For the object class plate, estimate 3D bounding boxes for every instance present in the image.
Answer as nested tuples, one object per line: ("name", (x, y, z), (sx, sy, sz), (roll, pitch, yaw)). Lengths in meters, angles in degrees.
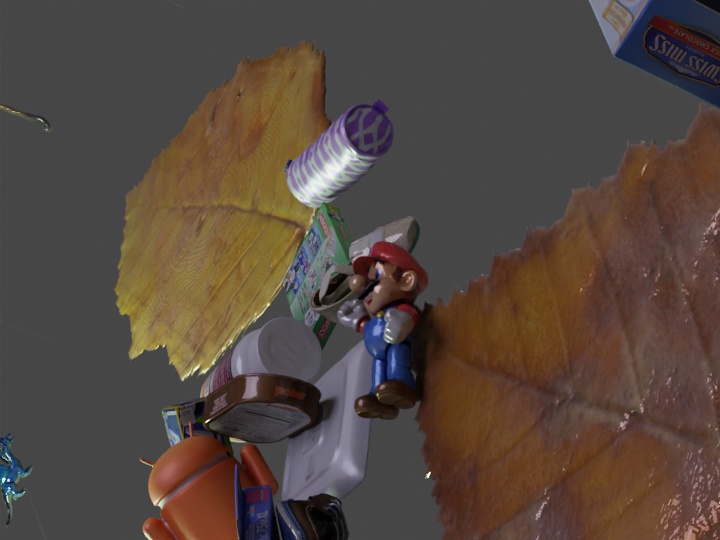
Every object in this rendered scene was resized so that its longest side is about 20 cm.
("plate", (-0.044, 0.199, 1.755), (0.200, 0.032, 0.202), (-45, 30, 46))

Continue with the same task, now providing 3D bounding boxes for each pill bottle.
("pill bottle", (-0.129, 0.141, 1.900), (0.200, 0.108, 0.111), (-45, 30, 54))

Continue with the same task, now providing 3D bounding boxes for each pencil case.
("pencil case", (-0.029, -0.157, 2.011), (0.086, 0.084, 0.200), (-53, 11, -32))

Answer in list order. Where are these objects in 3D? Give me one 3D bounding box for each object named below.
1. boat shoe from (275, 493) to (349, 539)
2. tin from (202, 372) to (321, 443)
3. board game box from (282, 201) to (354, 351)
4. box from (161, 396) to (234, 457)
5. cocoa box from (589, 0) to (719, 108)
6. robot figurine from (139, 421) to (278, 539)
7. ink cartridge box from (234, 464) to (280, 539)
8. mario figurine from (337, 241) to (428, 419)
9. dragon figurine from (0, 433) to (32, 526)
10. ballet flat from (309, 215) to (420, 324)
("boat shoe", (-0.052, 0.274, 1.591), (0.200, 0.071, 0.073), (-169, 65, -83))
("tin", (-0.121, 0.170, 1.778), (0.200, 0.111, 0.042), (145, 133, -58))
("board game box", (-0.052, 0.007, 1.972), (0.136, 0.029, 0.201), (-61, 21, 18))
("box", (-0.195, 0.267, 1.885), (0.070, 0.064, 0.203), (-15, 88, 65))
("cocoa box", (0.278, -0.253, 1.239), (0.132, 0.132, 0.201), (-57, 23, 30))
("robot figurine", (-0.179, 0.286, 1.782), (0.144, 0.201, 0.116), (-42, -9, 25))
("ink cartridge box", (-0.104, 0.325, 1.600), (0.120, 0.041, 0.203), (-100, -1, -69))
("mario figurine", (0.014, 0.058, 1.631), (0.122, 0.106, 0.203), (-13, 59, 24))
("dragon figurine", (-0.812, 0.477, 3.337), (0.059, 0.098, 0.203), (-25, 47, 62))
("ballet flat", (0.000, 0.000, 1.796), (0.200, 0.062, 0.068), (-51, 30, 39))
